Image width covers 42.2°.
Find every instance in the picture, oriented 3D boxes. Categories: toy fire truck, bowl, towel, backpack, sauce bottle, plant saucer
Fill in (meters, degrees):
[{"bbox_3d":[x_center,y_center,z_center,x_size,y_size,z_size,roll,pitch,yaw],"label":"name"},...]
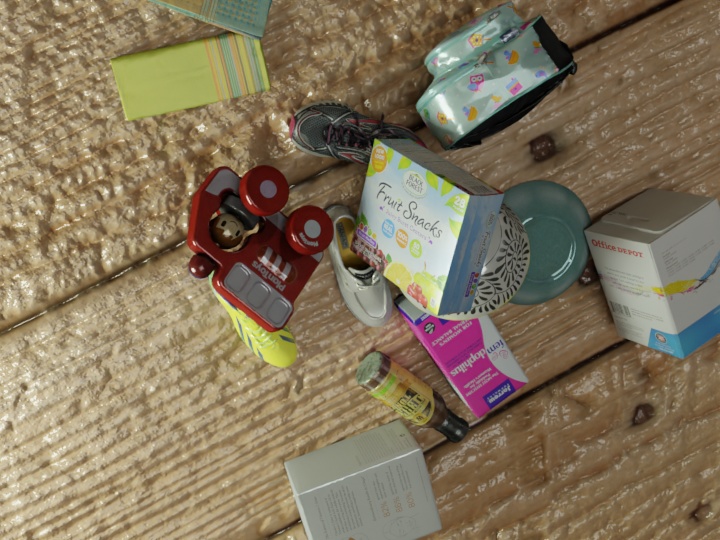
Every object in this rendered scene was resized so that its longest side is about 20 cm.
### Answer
[{"bbox_3d":[-0.145,-0.035,1.253,0.200,0.112,0.168,41,63,-21],"label":"toy fire truck"},{"bbox_3d":[0.135,-0.039,1.309,0.201,0.094,0.201,-4,69,11],"label":"bowl"},{"bbox_3d":[-0.203,-0.401,1.208,0.200,0.022,0.147,16,95,-16],"label":"towel"},{"bbox_3d":[-0.225,-0.263,1.252,0.200,0.018,0.086,-15,103,-9],"label":"towel"},{"bbox_3d":[0.167,-0.259,1.272,0.200,0.176,0.153,-41,95,1],"label":"backpack"},{"bbox_3d":[0.085,0.200,1.441,0.200,0.065,0.065,35,95,-20],"label":"sauce bottle"},{"bbox_3d":[0.274,-0.037,1.434,0.201,0.039,0.201,-4,106,-14],"label":"plant saucer"}]

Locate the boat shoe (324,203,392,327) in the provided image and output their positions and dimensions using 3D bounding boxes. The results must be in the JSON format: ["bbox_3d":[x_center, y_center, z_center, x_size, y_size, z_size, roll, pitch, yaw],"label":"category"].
[{"bbox_3d":[0.000,0.000,1.357,0.071,0.070,0.200,-22,110,-8],"label":"boat shoe"}]

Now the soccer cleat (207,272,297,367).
[{"bbox_3d":[-0.154,0.066,1.328,0.065,0.084,0.200,-32,111,-3],"label":"soccer cleat"}]

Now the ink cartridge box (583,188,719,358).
[{"bbox_3d":[0.465,-0.001,1.425,0.146,0.147,0.200,-31,112,-17],"label":"ink cartridge box"}]

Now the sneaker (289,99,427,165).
[{"bbox_3d":[0.000,-0.187,1.300,0.200,0.075,0.081,7,104,-16],"label":"sneaker"}]

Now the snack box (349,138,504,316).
[{"bbox_3d":[0.080,-0.062,1.220,0.068,0.200,0.169,-6,121,-38],"label":"snack box"}]

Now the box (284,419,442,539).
[{"bbox_3d":[0.004,0.346,1.440,0.200,0.106,0.152,-18,110,-9],"label":"box"}]

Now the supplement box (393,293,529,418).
[{"bbox_3d":[0.153,0.107,1.412,0.101,0.103,0.200,-36,113,-3],"label":"supplement box"}]
